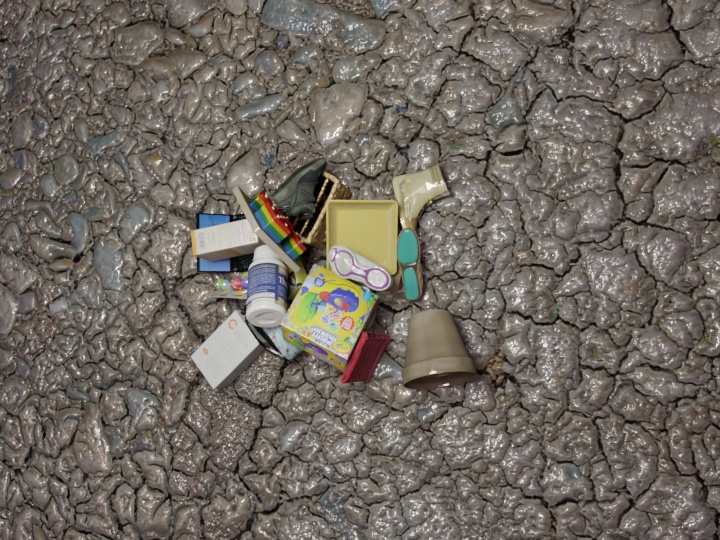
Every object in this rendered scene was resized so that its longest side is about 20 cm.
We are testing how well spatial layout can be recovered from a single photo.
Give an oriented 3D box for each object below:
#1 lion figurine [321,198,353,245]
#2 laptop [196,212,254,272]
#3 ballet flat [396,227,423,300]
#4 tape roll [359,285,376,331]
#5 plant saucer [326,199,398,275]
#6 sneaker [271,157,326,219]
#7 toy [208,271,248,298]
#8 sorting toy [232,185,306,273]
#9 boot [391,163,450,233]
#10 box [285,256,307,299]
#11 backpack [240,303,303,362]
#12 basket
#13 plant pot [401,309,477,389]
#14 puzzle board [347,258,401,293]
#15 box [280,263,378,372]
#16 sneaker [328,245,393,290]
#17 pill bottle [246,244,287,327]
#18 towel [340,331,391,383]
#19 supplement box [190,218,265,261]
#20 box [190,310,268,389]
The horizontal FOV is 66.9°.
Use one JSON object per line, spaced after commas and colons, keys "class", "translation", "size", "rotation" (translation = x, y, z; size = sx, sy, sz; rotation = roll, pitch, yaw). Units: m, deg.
{"class": "lion figurine", "translation": [-0.009, -0.124, 1.552], "size": [0.122, 0.072, 0.201], "rotation": [40, 93, 1]}
{"class": "laptop", "translation": [-0.385, -0.088, 1.634], "size": [0.195, 0.103, 0.183], "rotation": [-4, 86, 28]}
{"class": "ballet flat", "translation": [0.138, -0.022, 1.498], "size": [0.068, 0.065, 0.206], "rotation": [1, 106, 17]}
{"class": "tape roll", "translation": [-0.051, 0.108, 1.572], "size": [0.197, 0.037, 0.210], "rotation": [-1, 87, 14]}
{"class": "plant saucer", "translation": [0.004, -0.093, 1.499], "size": [0.193, 0.049, 0.207], "rotation": [0, 102, -1]}
{"class": "sneaker", "translation": [-0.148, -0.217, 1.489], "size": [0.075, 0.115, 0.201], "rotation": [-2, 41, 48]}
{"class": "toy", "translation": [-0.347, 0.036, 1.578], "size": [0.196, 0.115, 0.048], "rotation": [-4, 116, 39]}
{"class": "sorting toy", "translation": [-0.230, -0.125, 1.446], "size": [0.069, 0.200, 0.200], "rotation": [-37, 48, 3]}
{"class": "boot", "translation": [0.179, -0.183, 1.518], "size": [0.151, 0.073, 0.206], "rotation": [-15, 80, 11]}
{"class": "box", "translation": [-0.211, -0.021, 1.580], "size": [0.075, 0.049, 0.204], "rotation": [-38, 61, 33]}
{"class": "backpack", "translation": [-0.233, 0.159, 1.558], "size": [0.126, 0.167, 0.201], "rotation": [-41, 84, 3]}
{"class": "basket", "translation": [-0.138, -0.185, 1.557], "size": [0.140, 0.149, 0.204], "rotation": [29, 94, 14]}
{"class": "plant pot", "translation": [0.198, 0.205, 1.438], "size": [0.194, 0.200, 0.179], "rotation": [-11, 67, 13]}
{"class": "puzzle board", "translation": [0.028, -0.027, 1.551], "size": [0.194, 0.017, 0.155], "rotation": [12, 73, 11]}
{"class": "box", "translation": [-0.081, 0.128, 1.453], "size": [0.196, 0.123, 0.196], "rotation": [25, 65, 8]}
{"class": "sneaker", "translation": [0.000, 0.000, 1.459], "size": [0.197, 0.099, 0.076], "rotation": [30, 96, 17]}
{"class": "pill bottle", "translation": [-0.249, 0.039, 1.462], "size": [0.108, 0.112, 0.205], "rotation": [-13, 57, 13]}
{"class": "towel", "translation": [0.018, 0.236, 1.461], "size": [0.022, 0.199, 0.147], "rotation": [28, 93, 23]}
{"class": "supplement box", "translation": [-0.364, -0.087, 1.553], "size": [0.194, 0.126, 0.076], "rotation": [-10, 82, 8]}
{"class": "box", "translation": [-0.382, 0.232, 1.617], "size": [0.200, 0.097, 0.125], "rotation": [-43, 77, 8]}
